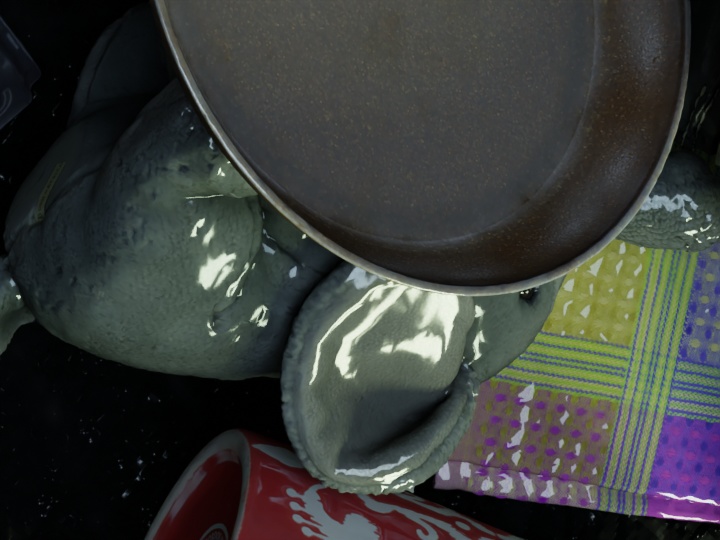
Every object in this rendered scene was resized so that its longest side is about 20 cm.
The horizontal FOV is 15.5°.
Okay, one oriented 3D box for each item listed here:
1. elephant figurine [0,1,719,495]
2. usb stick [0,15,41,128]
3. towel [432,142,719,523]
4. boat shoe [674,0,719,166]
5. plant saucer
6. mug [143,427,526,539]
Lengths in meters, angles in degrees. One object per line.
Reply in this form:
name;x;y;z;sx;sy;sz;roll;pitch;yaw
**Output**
elephant figurine;0.000;0.000;0.839;0.200;0.155;0.142;36;46;-25
usb stick;-0.186;-0.011;0.822;0.200;0.033;0.056;-42;132;-8
towel;0.115;0.016;0.938;0.199;0.023;0.145;9;95;-20
boat shoe;0.129;-0.135;0.895;0.066;0.075;0.201;16;85;9
plant saucer;0.014;-0.089;0.772;0.199;0.032;0.202;10;72;-35
mug;0.034;0.129;0.859;0.199;0.178;0.134;26;52;-16
